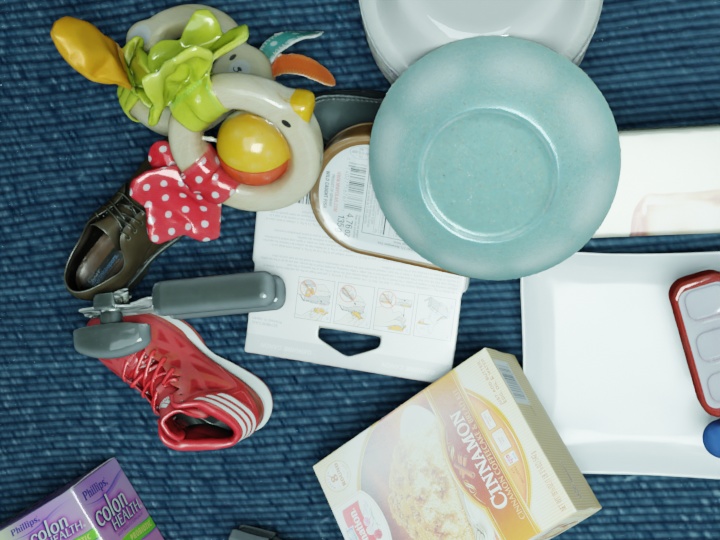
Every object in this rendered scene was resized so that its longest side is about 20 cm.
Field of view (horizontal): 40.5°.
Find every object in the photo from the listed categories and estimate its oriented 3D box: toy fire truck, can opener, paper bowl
[{"bbox_3d":[0.352,0.082,0.794,0.167,0.112,0.201,-16,100,10],"label":"toy fire truck"},{"bbox_3d":[-0.164,0.038,0.887,0.199,0.053,0.067,-10,80,15],"label":"can opener"},{"bbox_3d":[0.097,-0.230,0.797,0.199,0.104,0.202,0,85,5],"label":"paper bowl"}]

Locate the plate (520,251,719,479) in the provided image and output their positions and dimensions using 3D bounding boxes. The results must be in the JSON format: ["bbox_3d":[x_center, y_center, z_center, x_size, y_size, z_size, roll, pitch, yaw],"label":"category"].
[{"bbox_3d":[0.243,0.081,0.865,0.198,0.032,0.201,0,96,10],"label":"plate"}]

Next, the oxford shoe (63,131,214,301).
[{"bbox_3d":[-0.204,-0.050,0.906,0.073,0.084,0.200,36,98,9],"label":"oxford shoe"}]

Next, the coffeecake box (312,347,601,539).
[{"bbox_3d":[0.078,0.187,0.846,0.200,0.073,0.154,-37,63,20],"label":"coffeecake box"}]

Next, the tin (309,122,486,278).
[{"bbox_3d":[0.053,-0.057,0.822,0.199,0.042,0.113,12,120,9],"label":"tin"}]

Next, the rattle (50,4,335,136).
[{"bbox_3d":[-0.136,-0.197,0.846,0.199,0.143,0.131,4,61,18],"label":"rattle"}]

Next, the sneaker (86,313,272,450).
[{"bbox_3d":[-0.182,0.098,0.904,0.199,0.116,0.079,23,101,7],"label":"sneaker"}]

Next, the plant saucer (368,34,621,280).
[{"bbox_3d":[0.100,-0.077,0.758,0.200,0.039,0.202,5,115,12],"label":"plant saucer"}]

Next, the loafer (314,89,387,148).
[{"bbox_3d":[0.040,-0.119,0.859,0.199,0.070,0.068,15,99,9],"label":"loafer"}]

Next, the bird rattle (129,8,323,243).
[{"bbox_3d":[-0.112,-0.098,0.798,0.162,0.113,0.201,12,127,7],"label":"bird rattle"}]

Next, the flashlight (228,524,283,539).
[{"bbox_3d":[-0.028,0.297,0.929,0.199,0.068,0.068,11,88,13],"label":"flashlight"}]

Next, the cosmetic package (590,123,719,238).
[{"bbox_3d":[0.286,-0.077,0.802,0.199,0.103,0.088,-1,99,12],"label":"cosmetic package"}]

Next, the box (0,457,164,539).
[{"bbox_3d":[-0.278,0.321,0.960,0.175,0.097,0.201,-31,91,13],"label":"box"}]

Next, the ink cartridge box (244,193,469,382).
[{"bbox_3d":[0.000,0.000,0.894,0.199,0.045,0.177,9,99,10],"label":"ink cartridge box"}]
